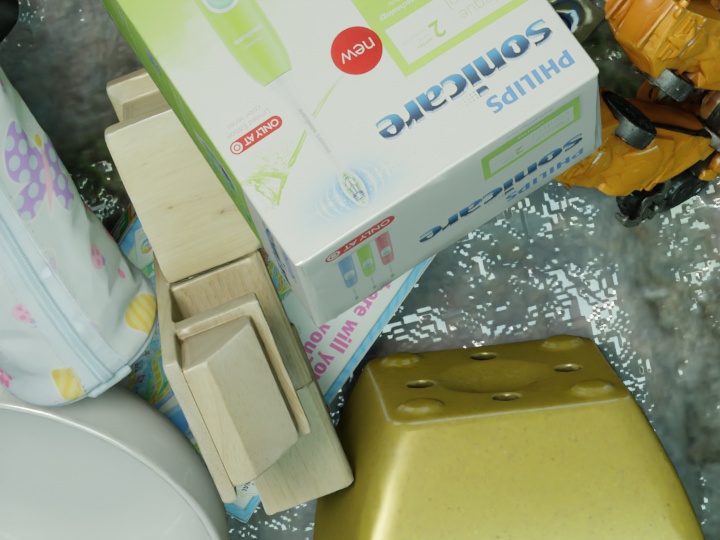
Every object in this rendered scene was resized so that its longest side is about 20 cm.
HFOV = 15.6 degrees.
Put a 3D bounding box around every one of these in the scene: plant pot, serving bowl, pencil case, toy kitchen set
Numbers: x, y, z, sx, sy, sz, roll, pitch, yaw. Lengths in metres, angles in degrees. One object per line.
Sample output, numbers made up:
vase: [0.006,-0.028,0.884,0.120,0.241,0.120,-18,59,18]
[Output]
plant pot: [0.071,0.143,1.271,0.194,0.196,0.201,-6,105,-4]
serving bowl: [-0.154,0.105,1.268,0.199,0.066,0.200,9,138,8]
pencil case: [-0.160,-0.030,1.124,0.083,0.091,0.200,-46,134,-17]
toy kitchen set: [0.000,0.000,1.176,0.180,0.163,0.200,-20,112,3]

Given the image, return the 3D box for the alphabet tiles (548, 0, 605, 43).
alphabet tiles: [0.014,-0.123,1.261,0.166,0.006,0.200,37,102,-18]

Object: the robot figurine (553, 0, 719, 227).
robot figurine: [0.144,-0.087,1.209,0.058,0.200,0.145,46,109,20]

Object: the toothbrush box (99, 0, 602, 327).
toothbrush box: [-0.014,-0.104,1.093,0.145,0.086,0.200,-32,72,-5]

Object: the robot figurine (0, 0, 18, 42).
robot figurine: [-0.233,-0.114,1.176,0.200,0.150,0.125,-45,139,9]

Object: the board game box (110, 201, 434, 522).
board game box: [-0.058,0.009,1.281,0.134,0.034,0.200,31,106,-16]
